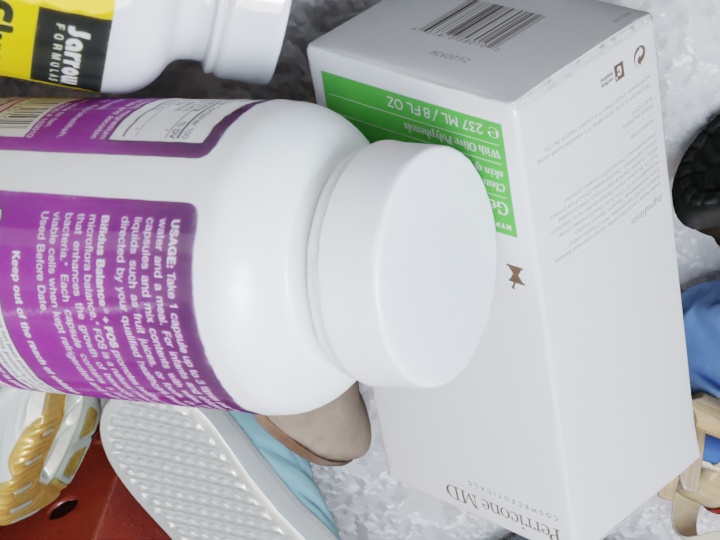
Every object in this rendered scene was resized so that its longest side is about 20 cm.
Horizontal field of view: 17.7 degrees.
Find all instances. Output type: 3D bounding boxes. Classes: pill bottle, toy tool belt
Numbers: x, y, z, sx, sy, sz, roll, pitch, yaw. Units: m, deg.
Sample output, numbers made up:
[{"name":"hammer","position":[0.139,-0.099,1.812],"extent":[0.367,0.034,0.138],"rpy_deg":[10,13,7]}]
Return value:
[{"name":"pill bottle","position":[-0.057,-0.006,0.830],"extent":[0.200,0.112,0.112],"rpy_deg":[4,136,32]},{"name":"toy tool belt","position":[0.160,0.045,0.979],"extent":[0.123,0.125,0.200],"rpy_deg":[26,154,-19]},{"name":"pill bottle","position":[-0.123,-0.126,0.841],"extent":[0.200,0.113,0.113],"rpy_deg":[10,130,-6]}]

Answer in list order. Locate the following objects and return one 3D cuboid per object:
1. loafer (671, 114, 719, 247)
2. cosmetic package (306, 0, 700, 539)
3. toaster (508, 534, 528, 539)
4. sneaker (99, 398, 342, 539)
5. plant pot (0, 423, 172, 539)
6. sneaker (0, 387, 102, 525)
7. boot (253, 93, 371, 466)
[{"name":"loafer","position":[0.224,-0.047,0.924],"extent":[0.200,0.073,0.071],"rpy_deg":[-19,127,17]},{"name":"cosmetic package","position":[0.058,-0.004,0.882],"extent":[0.108,0.085,0.200],"rpy_deg":[19,131,41]},{"name":"toaster","position":[0.074,0.228,1.098],"extent":[0.114,0.200,0.129],"rpy_deg":[27,147,32]},{"name":"sneaker","position":[-0.035,0.114,1.028],"extent":[0.074,0.082,0.200],"rpy_deg":[-24,105,25]},{"name":"plant pot","position":[-0.132,0.188,1.068],"extent":[0.200,0.200,0.176],"rpy_deg":[-20,116,18]},{"name":"sneaker","position":[-0.141,0.011,0.984],"extent":[0.088,0.076,0.200],"rpy_deg":[36,110,19]},{"name":"boot","position":[0.000,0.000,0.978],"extent":[0.146,0.070,0.200],"rpy_deg":[-37,144,10]}]
